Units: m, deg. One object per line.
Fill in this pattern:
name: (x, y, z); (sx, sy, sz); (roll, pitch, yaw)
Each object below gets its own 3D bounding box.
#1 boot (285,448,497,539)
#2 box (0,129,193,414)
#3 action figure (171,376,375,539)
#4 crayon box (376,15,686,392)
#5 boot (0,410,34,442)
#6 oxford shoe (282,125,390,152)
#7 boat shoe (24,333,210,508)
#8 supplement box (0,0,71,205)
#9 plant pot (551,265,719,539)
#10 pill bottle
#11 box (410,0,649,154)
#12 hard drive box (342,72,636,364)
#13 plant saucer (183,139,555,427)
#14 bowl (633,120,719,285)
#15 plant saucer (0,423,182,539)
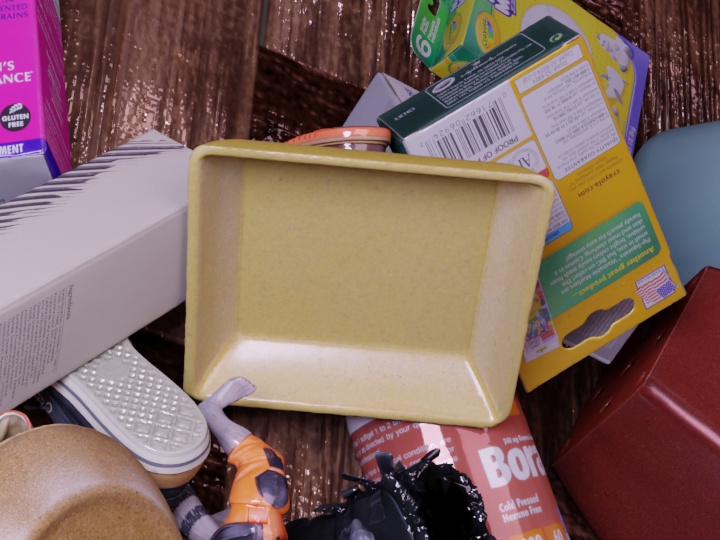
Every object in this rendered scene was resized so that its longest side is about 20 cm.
boot: (0.026, 0.210, 1.036); (0.073, 0.162, 0.198); (-13, 77, -42)
box: (-0.159, -0.001, 0.979); (0.068, 0.082, 0.200); (30, 37, 22)
action figure: (-0.067, 0.189, 0.997); (0.105, 0.200, 0.194); (4, 36, -20)
crayon box: (0.109, -0.039, 1.098); (0.126, 0.052, 0.200); (-31, 119, -6)
boot: (-0.178, 0.121, 0.933); (0.075, 0.107, 0.200); (30, 14, 19)
oxford shoe: (-0.030, -0.030, 1.089); (0.071, 0.200, 0.073); (-2, 71, -24)
boat shoe: (-0.157, 0.062, 1.013); (0.075, 0.062, 0.200); (-20, 49, -36)
supplement box: (-0.230, -0.130, 1.034); (0.101, 0.103, 0.200); (-8, 67, -2)
plant pot: (0.256, 0.119, 1.246); (0.176, 0.200, 0.200); (37, 50, 0)
pill bottle: (0.056, 0.121, 1.136); (0.112, 0.112, 0.200); (-10, 75, -39)
box: (0.133, -0.170, 1.382); (0.200, 0.048, 0.117); (29, 53, -20)
hard drive box: (0.091, -0.038, 1.216); (0.200, 0.077, 0.156); (26, 18, -24)
plant saucer: (0.000, 0.000, 1.031); (0.200, 0.200, 0.048); (5, 43, -1)
bowl: (0.323, -0.045, 1.422); (0.201, 0.105, 0.201); (17, 58, -30)
plant saucer: (-0.141, 0.177, 0.873); (0.200, 0.035, 0.200); (-1, 91, -55)
